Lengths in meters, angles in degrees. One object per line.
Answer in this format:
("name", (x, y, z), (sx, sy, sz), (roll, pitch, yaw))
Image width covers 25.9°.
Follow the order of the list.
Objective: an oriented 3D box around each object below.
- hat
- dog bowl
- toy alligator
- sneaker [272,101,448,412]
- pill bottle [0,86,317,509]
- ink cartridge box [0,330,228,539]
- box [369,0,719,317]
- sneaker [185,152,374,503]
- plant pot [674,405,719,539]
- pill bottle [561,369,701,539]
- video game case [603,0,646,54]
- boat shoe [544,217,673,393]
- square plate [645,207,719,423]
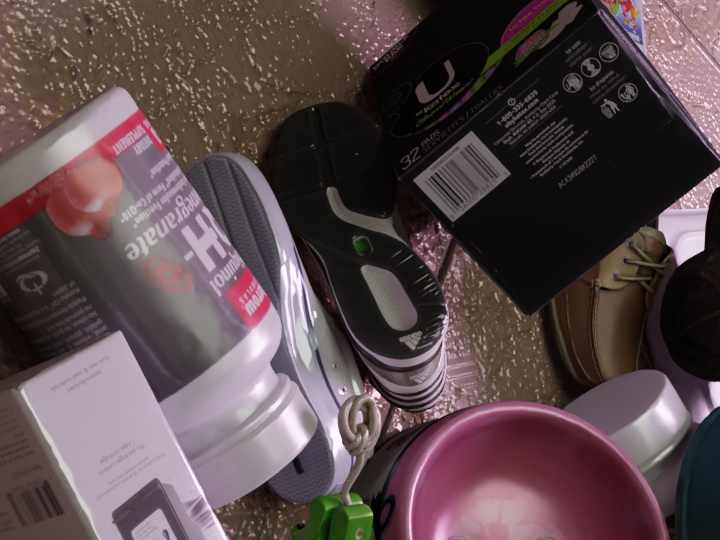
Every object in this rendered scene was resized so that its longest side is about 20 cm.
("hat", (0.254, 0.034, 1.072), (0.081, 0.201, 0.201), (-20, 89, -11))
("dog bowl", (0.088, 0.163, 0.891), (0.199, 0.074, 0.201), (9, 60, -16))
("toy alligator", (-0.019, 0.160, 0.821), (0.059, 0.054, 0.201), (-2, 98, -39))
("sneaker", (0.000, 0.000, 0.939), (0.075, 0.116, 0.201), (-17, 55, -6))
("pill bottle", (-0.109, 0.019, 0.783), (0.200, 0.111, 0.111), (56, 45, -12))
("ink cartridge box", (-0.120, 0.141, 0.723), (0.067, 0.116, 0.201), (-32, 98, -47))
("box", (0.103, -0.097, 0.951), (0.124, 0.148, 0.200), (46, 15, -21))
("sneaker", (-0.048, 0.031, 0.879), (0.071, 0.073, 0.201), (-14, 87, -66))
("plant pot", (0.324, 0.158, 0.930), (0.200, 0.188, 0.201), (15, 66, -38))
("pill bottle", (0.208, 0.173, 1.029), (0.114, 0.114, 0.200), (-43, 106, -44))
("video game case", (0.168, -0.276, 1.232), (0.143, 0.018, 0.201), (18, 63, -40))
("boat shoe", (0.178, -0.011, 1.098), (0.075, 0.074, 0.201), (19, 62, -38))
("square plate", (0.289, 0.043, 1.220), (0.198, 0.028, 0.201), (-4, 78, -44))
